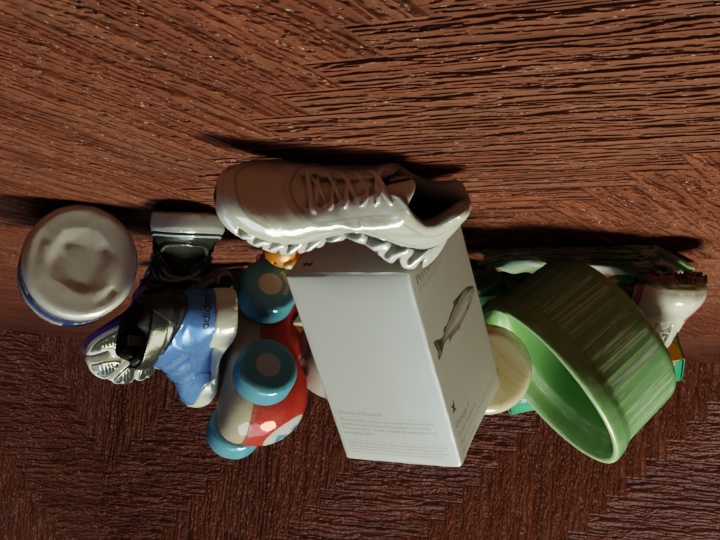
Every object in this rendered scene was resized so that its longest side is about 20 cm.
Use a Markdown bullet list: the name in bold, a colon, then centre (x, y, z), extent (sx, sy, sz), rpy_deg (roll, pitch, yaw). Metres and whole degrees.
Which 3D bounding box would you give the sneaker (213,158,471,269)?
- **sneaker**: centre (-0.010, -0.052, 0.895), extent (0.199, 0.076, 0.081), rpy_deg (5, 160, -29)

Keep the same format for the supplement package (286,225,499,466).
- **supplement package**: centre (0.034, 0.054, 1.063), extent (0.117, 0.201, 0.117), rpy_deg (0, -146, 28)

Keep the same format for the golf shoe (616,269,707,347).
- **golf shoe**: centre (0.303, 0.049, 1.243), extent (0.072, 0.093, 0.200), rpy_deg (1, 171, -3)

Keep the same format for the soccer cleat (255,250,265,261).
- **soccer cleat**: centre (-0.054, 0.001, 1.352), extent (0.076, 0.067, 0.200), rpy_deg (2, 172, -29)

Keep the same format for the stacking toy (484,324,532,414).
- **stacking toy**: centre (0.112, 0.096, 1.251), extent (0.085, 0.086, 0.200), rpy_deg (4, 178, -6)

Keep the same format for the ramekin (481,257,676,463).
- **ramekin**: centre (0.218, 0.083, 1.218), extent (0.098, 0.200, 0.200), rpy_deg (-38, -178, -12)

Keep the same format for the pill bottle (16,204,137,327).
- **pill bottle**: centre (-0.293, 0.001, 1.252), extent (0.110, 0.112, 0.200), rpy_deg (5, 173, -16)

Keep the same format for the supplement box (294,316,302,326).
- **supplement box**: centre (0.020, 0.038, 1.568), extent (0.199, 0.074, 0.126), rpy_deg (-3, 171, 43)

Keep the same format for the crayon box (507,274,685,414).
- **crayon box**: centre (0.251, 0.080, 1.379), extent (0.199, 0.119, 0.058), rpy_deg (-12, 149, 5)

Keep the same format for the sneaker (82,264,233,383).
- **sneaker**: centre (-0.225, 0.050, 1.318), extent (0.083, 0.081, 0.200), rpy_deg (25, -142, 28)

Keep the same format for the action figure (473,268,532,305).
- **action figure**: centre (0.101, 0.034, 1.334), extent (0.199, 0.055, 0.118), rpy_deg (-12, 128, 29)

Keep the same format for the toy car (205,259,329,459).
- **toy car**: centre (-0.048, 0.104, 1.293), extent (0.199, 0.178, 0.185), rpy_deg (8, 149, -14)

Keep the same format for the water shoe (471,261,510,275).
- **water shoe**: centre (0.096, 0.011, 1.421), extent (0.199, 0.072, 0.079), rpy_deg (7, 145, -18)

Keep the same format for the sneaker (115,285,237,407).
- **sneaker**: centre (-0.195, 0.078, 1.241), extent (0.110, 0.077, 0.200), rpy_deg (3, 151, -16)

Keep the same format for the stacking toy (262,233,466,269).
- **stacking toy**: centre (0.000, 0.000, 1.220), extent (0.199, 0.110, 0.116), rpy_deg (14, 158, 1)

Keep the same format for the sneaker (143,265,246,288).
- **sneaker**: centre (-0.215, 0.029, 1.611), extent (0.099, 0.071, 0.199), rpy_deg (3, 179, -41)

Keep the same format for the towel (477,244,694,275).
- **towel**: centre (0.244, -0.005, 1.312), extent (0.199, 0.024, 0.152), rpy_deg (-1, 173, 30)

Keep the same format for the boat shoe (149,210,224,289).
- **boat shoe**: centre (-0.172, -0.017, 1.214), extent (0.072, 0.071, 0.200), rpy_deg (4, 173, -6)
